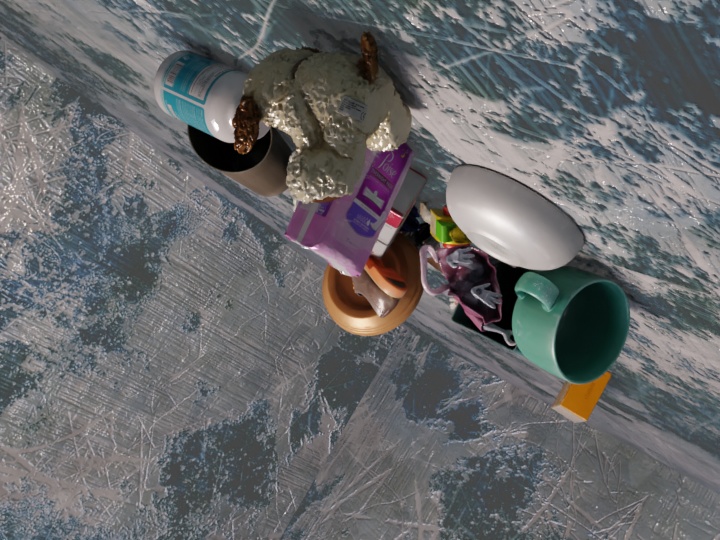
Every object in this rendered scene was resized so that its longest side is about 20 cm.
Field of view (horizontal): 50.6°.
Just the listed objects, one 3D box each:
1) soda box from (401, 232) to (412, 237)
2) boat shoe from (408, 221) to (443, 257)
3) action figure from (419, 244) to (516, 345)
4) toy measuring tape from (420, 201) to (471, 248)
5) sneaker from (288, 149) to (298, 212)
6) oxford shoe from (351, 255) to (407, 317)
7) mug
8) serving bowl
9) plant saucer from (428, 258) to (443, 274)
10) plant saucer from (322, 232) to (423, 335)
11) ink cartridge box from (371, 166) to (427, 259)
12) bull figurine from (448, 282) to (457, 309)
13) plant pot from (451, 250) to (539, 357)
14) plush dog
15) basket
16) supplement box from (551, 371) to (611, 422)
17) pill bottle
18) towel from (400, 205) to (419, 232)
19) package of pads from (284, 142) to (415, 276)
[{"bbox_3d":[0.084,-0.050,1.628,0.070,0.064,0.200,31,173,16],"label":"soda box"},{"bbox_3d":[0.125,-0.060,1.375,0.057,0.069,0.200,49,167,-14],"label":"boat shoe"},{"bbox_3d":[0.167,0.040,1.141,0.147,0.136,0.200,1,170,9],"label":"action figure"},{"bbox_3d":[0.142,-0.077,1.180,0.073,0.074,0.200,33,-170,-14],"label":"toy measuring tape"},{"bbox_3d":[-0.084,-0.137,1.425,0.080,0.077,0.201,40,158,38],"label":"sneaker"},{"bbox_3d":[0.000,0.000,1.311,0.071,0.073,0.200,11,-152,-40],"label":"oxford shoe"},{"bbox_3d":[0.289,0.057,1.092,0.114,0.151,0.187,27,138,57],"label":"mug"},{"bbox_3d":[0.192,-0.056,1.011,0.199,0.066,0.200,31,173,4],"label":"serving bowl"},{"bbox_3d":[0.204,-0.005,1.527,0.199,0.035,0.200,31,175,3],"label":"plant saucer"},{"bbox_3d":[0.017,0.014,1.358,0.199,0.202,0.037,28,173,32],"label":"plant saucer"},{"bbox_3d":[0.007,-0.113,1.213,0.144,0.084,0.200,31,160,2],"label":"ink cartridge box"},{"bbox_3d":[0.279,0.088,1.701,0.200,0.066,0.121,39,159,-33],"label":"bull figurine"},{"bbox_3d":[0.285,0.073,1.286,0.199,0.143,0.141,27,179,-44],"label":"plant pot"},{"bbox_3d":[-0.053,-0.190,0.837,0.170,0.200,0.162,18,136,26],"label":"plush dog"},{"bbox_3d":[-0.202,-0.220,1.423,0.179,0.137,0.200,34,179,21],"label":"basket"},{"bbox_3d":[0.525,0.290,1.825,0.073,0.127,0.200,29,173,13],"label":"supplement box"},{"bbox_3d":[-0.228,-0.271,1.210,0.199,0.112,0.111,29,174,32],"label":"pill bottle"},{"bbox_3d":[0.024,-0.129,1.401,0.147,0.050,0.200,39,171,-17],"label":"towel"},{"bbox_3d":[-0.010,-0.103,1.022,0.075,0.202,0.120,21,173,34],"label":"package of pads"}]
